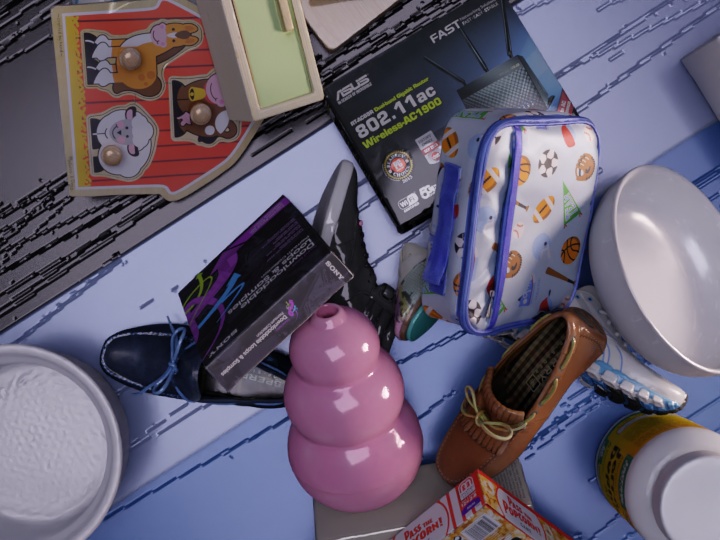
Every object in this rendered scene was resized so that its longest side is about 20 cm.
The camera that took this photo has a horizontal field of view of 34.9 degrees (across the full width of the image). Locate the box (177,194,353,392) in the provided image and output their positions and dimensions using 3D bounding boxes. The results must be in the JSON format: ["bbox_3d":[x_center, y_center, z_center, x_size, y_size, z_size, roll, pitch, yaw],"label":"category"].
[{"bbox_3d":[-0.091,0.013,1.015,0.143,0.200,0.036,-43,114,0],"label":"box"}]

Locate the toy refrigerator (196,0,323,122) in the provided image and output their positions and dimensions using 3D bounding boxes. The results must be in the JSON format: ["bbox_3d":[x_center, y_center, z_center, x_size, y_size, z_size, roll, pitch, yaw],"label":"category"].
[{"bbox_3d":[-0.099,-0.241,1.025,0.076,0.070,0.201,-21,107,-23],"label":"toy refrigerator"}]

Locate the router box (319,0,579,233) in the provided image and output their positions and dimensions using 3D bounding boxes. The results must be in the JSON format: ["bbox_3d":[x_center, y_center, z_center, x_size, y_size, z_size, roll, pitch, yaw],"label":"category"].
[{"bbox_3d":[0.083,-0.150,1.071,0.200,0.062,0.150,-31,83,0],"label":"router box"}]

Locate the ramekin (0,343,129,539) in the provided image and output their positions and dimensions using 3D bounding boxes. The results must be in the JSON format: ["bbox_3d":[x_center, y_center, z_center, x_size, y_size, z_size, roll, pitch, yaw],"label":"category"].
[{"bbox_3d":[-0.312,0.165,1.066,0.200,0.098,0.201,0,90,0],"label":"ramekin"}]

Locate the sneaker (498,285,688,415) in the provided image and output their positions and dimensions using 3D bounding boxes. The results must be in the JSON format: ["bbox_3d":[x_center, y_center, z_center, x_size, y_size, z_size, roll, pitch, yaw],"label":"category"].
[{"bbox_3d":[0.216,0.061,1.057,0.200,0.075,0.087,29,77,21],"label":"sneaker"}]

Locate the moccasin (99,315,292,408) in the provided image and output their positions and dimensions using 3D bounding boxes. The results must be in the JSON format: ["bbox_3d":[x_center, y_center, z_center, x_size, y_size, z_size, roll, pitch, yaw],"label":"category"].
[{"bbox_3d":[-0.149,0.087,1.079,0.199,0.068,0.081,5,90,1],"label":"moccasin"}]

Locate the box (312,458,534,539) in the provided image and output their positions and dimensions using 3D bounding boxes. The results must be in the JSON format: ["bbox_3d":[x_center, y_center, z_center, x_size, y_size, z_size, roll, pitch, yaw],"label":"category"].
[{"bbox_3d":[0.059,0.232,1.064,0.199,0.082,0.069,-10,122,2],"label":"box"}]

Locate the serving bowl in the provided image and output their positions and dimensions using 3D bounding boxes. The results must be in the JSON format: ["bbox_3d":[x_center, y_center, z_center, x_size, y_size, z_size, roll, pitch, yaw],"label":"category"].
[{"bbox_3d":[0.273,0.007,1.041,0.066,0.200,0.200,-29,90,44],"label":"serving bowl"}]

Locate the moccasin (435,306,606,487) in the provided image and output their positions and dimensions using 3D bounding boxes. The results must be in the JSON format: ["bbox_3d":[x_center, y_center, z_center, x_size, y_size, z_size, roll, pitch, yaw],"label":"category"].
[{"bbox_3d":[0.132,0.114,1.004,0.201,0.078,0.074,-47,56,25],"label":"moccasin"}]

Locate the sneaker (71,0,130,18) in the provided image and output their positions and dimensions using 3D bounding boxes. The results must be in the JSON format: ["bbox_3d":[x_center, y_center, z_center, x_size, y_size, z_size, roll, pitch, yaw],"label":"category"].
[{"bbox_3d":[-0.202,-0.310,1.063,0.081,0.076,0.200,39,98,32],"label":"sneaker"}]

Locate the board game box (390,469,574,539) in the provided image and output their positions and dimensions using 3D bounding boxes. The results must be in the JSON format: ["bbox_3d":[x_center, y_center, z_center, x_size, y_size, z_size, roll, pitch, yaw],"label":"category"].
[{"bbox_3d":[0.121,0.285,1.029,0.200,0.046,0.151,39,111,-25],"label":"board game box"}]

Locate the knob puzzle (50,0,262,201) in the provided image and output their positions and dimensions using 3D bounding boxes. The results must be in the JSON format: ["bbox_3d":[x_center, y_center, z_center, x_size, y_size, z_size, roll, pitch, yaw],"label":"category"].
[{"bbox_3d":[-0.176,-0.158,1.060,0.219,0.030,0.220,-6,111,-15],"label":"knob puzzle"}]

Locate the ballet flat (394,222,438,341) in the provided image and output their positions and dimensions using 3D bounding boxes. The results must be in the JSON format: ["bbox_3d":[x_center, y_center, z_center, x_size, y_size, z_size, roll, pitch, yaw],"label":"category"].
[{"bbox_3d":[0.083,-0.014,1.062,0.071,0.069,0.200,39,64,21],"label":"ballet flat"}]

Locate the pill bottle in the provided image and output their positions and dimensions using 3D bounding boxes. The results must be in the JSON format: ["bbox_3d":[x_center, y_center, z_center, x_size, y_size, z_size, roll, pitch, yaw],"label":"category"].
[{"bbox_3d":[0.281,0.189,1.011,0.112,0.200,0.113,0,91,0],"label":"pill bottle"}]

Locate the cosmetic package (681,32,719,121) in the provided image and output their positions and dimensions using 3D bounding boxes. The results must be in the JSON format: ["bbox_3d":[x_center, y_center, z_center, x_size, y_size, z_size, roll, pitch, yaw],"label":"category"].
[{"bbox_3d":[0.442,-0.173,1.047,0.199,0.123,0.200,-33,89,0],"label":"cosmetic package"}]

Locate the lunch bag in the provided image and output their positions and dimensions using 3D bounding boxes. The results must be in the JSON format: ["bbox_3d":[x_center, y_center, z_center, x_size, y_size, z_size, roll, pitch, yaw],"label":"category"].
[{"bbox_3d":[0.127,-0.039,0.986,0.160,0.075,0.201,-8,110,-40],"label":"lunch bag"}]

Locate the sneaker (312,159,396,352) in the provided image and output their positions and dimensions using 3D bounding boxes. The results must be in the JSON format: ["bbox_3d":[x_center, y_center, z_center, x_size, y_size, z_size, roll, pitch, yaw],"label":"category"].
[{"bbox_3d":[0.000,0.000,1.082,0.099,0.071,0.201,10,88,-10],"label":"sneaker"}]

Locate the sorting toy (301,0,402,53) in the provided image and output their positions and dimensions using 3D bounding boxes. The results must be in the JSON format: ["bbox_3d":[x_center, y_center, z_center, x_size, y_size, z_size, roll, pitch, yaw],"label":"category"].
[{"bbox_3d":[-0.011,-0.347,1.074,0.199,0.070,0.200,-37,90,1],"label":"sorting toy"}]

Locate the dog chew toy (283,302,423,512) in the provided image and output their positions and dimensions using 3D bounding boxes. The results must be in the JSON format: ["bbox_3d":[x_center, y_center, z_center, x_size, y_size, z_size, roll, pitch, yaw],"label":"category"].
[{"bbox_3d":[-0.012,0.116,1.011,0.124,0.125,0.200,-10,122,0],"label":"dog chew toy"}]
